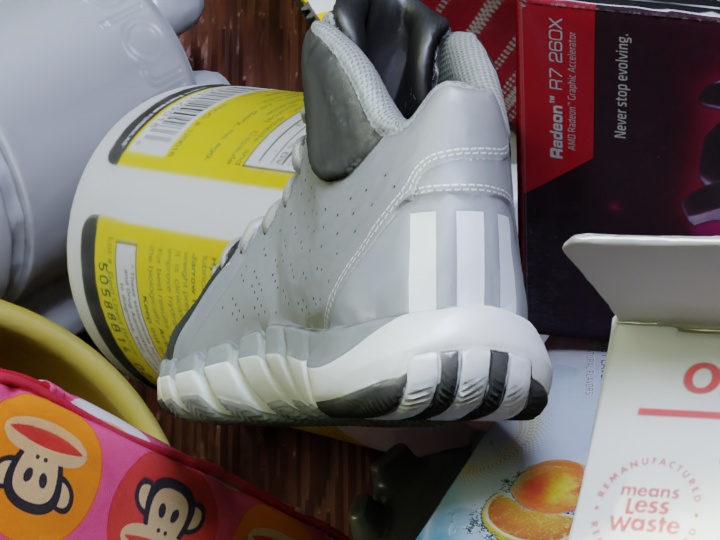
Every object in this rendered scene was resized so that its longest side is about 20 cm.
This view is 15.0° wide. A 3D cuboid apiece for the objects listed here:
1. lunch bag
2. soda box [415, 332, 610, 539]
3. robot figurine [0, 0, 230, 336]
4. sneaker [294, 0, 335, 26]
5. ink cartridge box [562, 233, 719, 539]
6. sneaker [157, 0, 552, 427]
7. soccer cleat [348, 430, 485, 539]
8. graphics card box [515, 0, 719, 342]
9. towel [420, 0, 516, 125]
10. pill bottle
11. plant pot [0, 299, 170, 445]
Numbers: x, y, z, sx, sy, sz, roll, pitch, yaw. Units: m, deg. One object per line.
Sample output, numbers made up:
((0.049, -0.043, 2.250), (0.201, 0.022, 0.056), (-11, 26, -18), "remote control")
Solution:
((-0.096, 0.135, 0.828), (0.082, 0.200, 0.177), (0, 67, 47), "lunch bag")
((0.069, 0.066, 0.730), (0.063, 0.069, 0.200), (9, 36, 23), "soda box")
((-0.139, -0.048, 1.023), (0.113, 0.171, 0.200), (-3, 23, 47), "robot figurine")
((0.014, -0.123, 1.009), (0.090, 0.070, 0.200), (-34, 42, 2), "sneaker")
((0.122, 0.066, 0.633), (0.114, 0.200, 0.068), (2, 64, 27), "ink cartridge box")
((-0.001, -0.016, 0.744), (0.200, 0.075, 0.116), (171, 100, -66), "sneaker")
((0.009, 0.127, 0.759), (0.064, 0.084, 0.200), (-10, 28, 31), "soccer cleat")
((0.138, -0.029, 0.690), (0.199, 0.126, 0.051), (6, 48, 9), "graphics card box")
((0.055, -0.076, 0.793), (0.023, 0.199, 0.145), (-55, 1, -18), "towel")
((0.000, 0.000, 0.886), (0.199, 0.111, 0.112), (11, 72, 52), "pill bottle")
((-0.182, 0.115, 0.949), (0.189, 0.200, 0.202), (-11, 55, 58), "plant pot")
